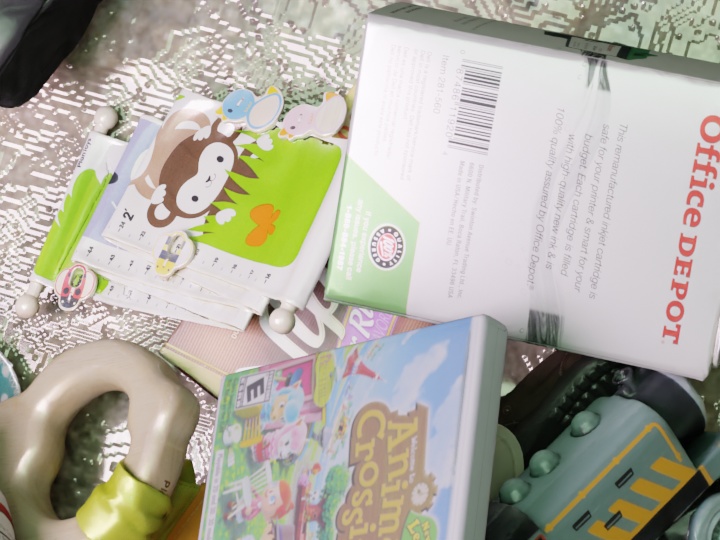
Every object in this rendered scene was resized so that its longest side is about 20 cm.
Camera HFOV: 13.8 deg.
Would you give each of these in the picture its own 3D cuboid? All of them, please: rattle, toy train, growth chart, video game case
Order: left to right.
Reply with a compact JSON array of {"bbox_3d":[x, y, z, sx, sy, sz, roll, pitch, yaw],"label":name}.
[{"bbox_3d":[-0.137,0.101,1.590,0.199,0.142,0.131,5,88,47],"label":"rattle"},{"bbox_3d":[-0.084,-0.034,1.565,0.199,0.018,0.145,5,70,35],"label":"growth chart"},{"bbox_3d":[-0.013,0.130,1.418,0.181,0.022,0.201,-14,59,42],"label":"video game case"},{"bbox_3d":[0.111,0.135,1.437,0.200,0.085,0.114,-42,111,-23],"label":"toy train"}]

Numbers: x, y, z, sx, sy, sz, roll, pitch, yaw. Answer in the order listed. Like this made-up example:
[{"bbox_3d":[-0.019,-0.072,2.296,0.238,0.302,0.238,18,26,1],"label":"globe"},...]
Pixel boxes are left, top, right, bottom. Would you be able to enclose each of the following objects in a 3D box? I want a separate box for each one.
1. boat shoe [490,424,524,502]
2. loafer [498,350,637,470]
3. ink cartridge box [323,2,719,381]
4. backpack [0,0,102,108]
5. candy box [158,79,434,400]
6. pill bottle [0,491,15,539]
[{"bbox_3d":[0.027,0.168,1.465,0.059,0.072,0.201,14,92,51],"label":"boat shoe"},{"bbox_3d":[0.080,0.105,1.535,0.200,0.071,0.073,-41,110,12],"label":"loafer"},{"bbox_3d":[0.095,-0.041,1.462,0.199,0.084,0.147,13,103,12],"label":"ink cartridge box"},{"bbox_3d":[-0.230,-0.191,1.601,0.199,0.127,0.167,32,77,15],"label":"backpack"},{"bbox_3d":[0.000,0.000,1.564,0.116,0.056,0.200,37,88,14],"label":"candy box"},{"bbox_3d":[-0.223,0.168,1.486,0.112,0.112,0.201,-20,56,7],"label":"pill bottle"}]
